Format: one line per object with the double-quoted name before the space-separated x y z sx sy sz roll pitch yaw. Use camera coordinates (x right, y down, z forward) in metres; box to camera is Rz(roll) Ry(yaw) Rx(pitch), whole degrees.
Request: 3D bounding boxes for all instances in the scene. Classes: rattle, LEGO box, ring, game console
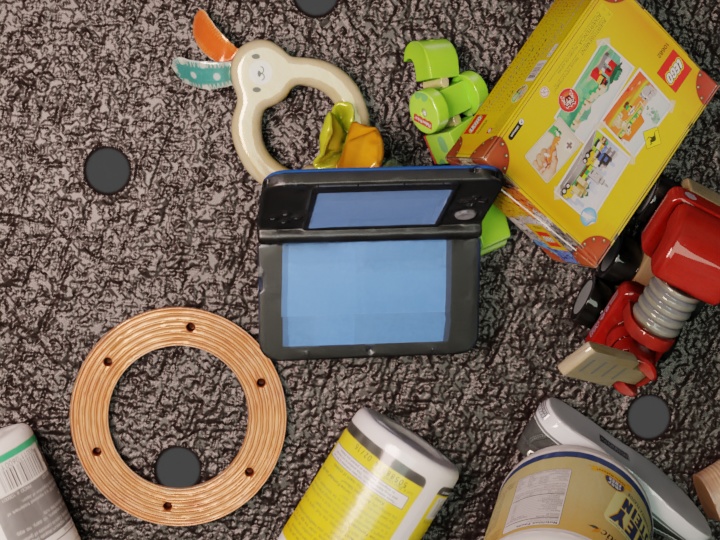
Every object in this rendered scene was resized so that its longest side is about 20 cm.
"rattle" -0.078 -0.144 1.206 0.130 0.143 0.200 -39 102 18
"LEGO box" 0.194 -0.130 1.212 0.149 0.077 0.201 40 80 -21
"ring" -0.166 0.133 1.282 0.197 0.019 0.204 0 96 -3
"game console" 0.014 -0.004 1.168 0.197 0.171 0.120 -3 74 -8

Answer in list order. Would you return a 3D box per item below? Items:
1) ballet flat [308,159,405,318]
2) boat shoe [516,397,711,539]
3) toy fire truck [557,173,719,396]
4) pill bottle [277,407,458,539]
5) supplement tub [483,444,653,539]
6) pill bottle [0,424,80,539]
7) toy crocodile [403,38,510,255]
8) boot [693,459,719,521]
"ballet flat" 0.000 0.000 1.249 0.071 0.072 0.202 30 92 -5
"boat shoe" 0.233 0.195 1.288 0.199 0.069 0.057 37 110 -3
"toy fire truck" 0.243 0.028 1.184 0.127 0.201 0.177 26 118 -6
"pill bottle" -0.007 0.235 1.251 0.111 0.111 0.201 32 92 -5
"supplement tub" 0.170 0.256 1.182 0.142 0.200 0.146 7 116 14
"pill bottle" -0.304 0.248 1.230 0.112 0.113 0.202 -22 95 -1
"toy crocodile" 0.087 -0.111 1.254 0.067 0.061 0.202 -27 102 -33
"boot" 0.412 0.245 1.293 0.153 0.074 0.202 -22 98 -5
